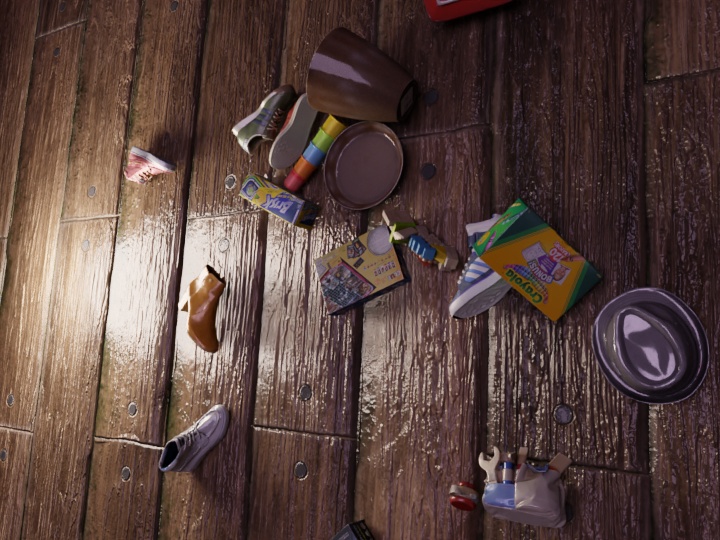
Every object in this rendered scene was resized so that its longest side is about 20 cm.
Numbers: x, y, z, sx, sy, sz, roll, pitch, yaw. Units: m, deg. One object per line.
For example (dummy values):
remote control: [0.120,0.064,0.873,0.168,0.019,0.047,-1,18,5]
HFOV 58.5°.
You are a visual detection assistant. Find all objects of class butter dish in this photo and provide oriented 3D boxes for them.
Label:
butter dish: [0.223,-0.643,1.324,0.199,0.148,0.200,-6,118,29]

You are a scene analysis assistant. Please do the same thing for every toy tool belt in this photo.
toy tool belt: [0.265,0.371,1.134,0.199,0.125,0.123,-1,49,28]

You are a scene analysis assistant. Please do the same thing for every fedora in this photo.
fedora: [0.468,0.121,1.054,0.176,0.090,0.201,-26,68,25]

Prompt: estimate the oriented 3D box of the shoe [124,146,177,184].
shoe: [-0.588,-0.279,1.796,0.200,0.071,0.091,26,96,38]

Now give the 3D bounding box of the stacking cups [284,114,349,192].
stacking cups: [-0.105,-0.268,1.501,0.061,0.060,0.200,46,107,29]

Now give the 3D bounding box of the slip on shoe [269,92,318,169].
slip on shoe: [-0.159,-0.335,1.549,0.200,0.074,0.061,-62,23,14]

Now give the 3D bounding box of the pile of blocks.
pile of blocks: [0.112,-0.049,1.313,0.200,0.082,0.062,42,133,33]

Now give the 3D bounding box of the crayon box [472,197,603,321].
crayon box: [0.309,-0.017,1.125,0.119,0.200,0.058,-47,19,16]

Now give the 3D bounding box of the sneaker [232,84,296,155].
sneaker: [-0.225,-0.363,1.592,0.200,0.067,0.090,-33,73,23]

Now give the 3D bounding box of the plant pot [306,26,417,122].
plant pot: [0.017,-0.402,1.396,0.200,0.187,0.187,27,96,18]

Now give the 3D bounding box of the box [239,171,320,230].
box: [-0.193,-0.165,1.527,0.200,0.070,0.064,29,99,32]

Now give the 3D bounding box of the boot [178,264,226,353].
boot: [-0.375,0.090,1.590,0.144,0.071,0.201,-50,55,17]

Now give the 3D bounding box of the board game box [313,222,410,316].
board game box: [0.000,0.000,1.399,0.200,0.035,0.136,-26,68,25]

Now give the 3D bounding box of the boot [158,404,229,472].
boot: [-0.398,0.405,1.532,0.074,0.095,0.200,40,102,30]

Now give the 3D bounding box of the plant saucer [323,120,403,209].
plant saucer: [0.010,-0.231,1.433,0.200,0.032,0.201,-4,82,29]

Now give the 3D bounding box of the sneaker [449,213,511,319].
sneaker: [0.228,-0.017,1.244,0.200,0.080,0.147,-44,50,24]

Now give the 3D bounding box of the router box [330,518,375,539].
router box: [-0.033,0.623,1.286,0.200,0.062,0.150,-47,60,16]
